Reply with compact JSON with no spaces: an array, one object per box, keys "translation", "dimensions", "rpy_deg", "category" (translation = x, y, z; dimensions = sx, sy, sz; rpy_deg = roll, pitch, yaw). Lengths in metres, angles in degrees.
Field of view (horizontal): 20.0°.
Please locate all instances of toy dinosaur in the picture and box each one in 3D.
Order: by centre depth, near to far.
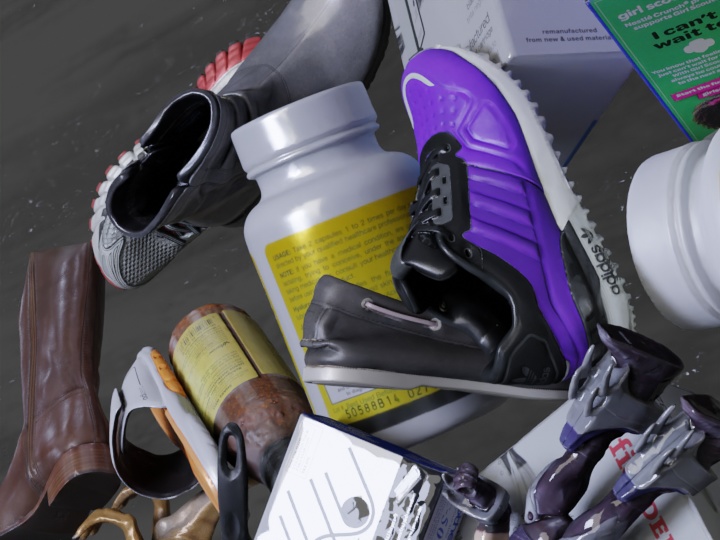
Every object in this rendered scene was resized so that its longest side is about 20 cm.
[{"translation":[-0.118,0.174,1.312],"dimensions":[0.106,0.060,0.200],"rpy_deg":[36,108,15],"category":"toy dinosaur"}]

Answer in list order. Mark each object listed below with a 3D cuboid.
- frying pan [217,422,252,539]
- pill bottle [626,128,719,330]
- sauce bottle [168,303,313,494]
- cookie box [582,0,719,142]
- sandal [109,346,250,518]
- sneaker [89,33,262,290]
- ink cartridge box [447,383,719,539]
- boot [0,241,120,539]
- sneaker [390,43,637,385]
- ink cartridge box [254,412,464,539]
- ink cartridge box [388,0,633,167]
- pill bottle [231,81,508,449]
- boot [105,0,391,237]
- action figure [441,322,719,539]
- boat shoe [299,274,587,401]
[{"translation":[-0.084,0.188,1.180],"dimensions":[0.115,0.031,0.190],"rpy_deg":[-20,96,15],"category":"frying pan"},{"translation":[0.240,-0.034,1.002],"dimensions":[0.200,0.114,0.114],"rpy_deg":[-15,68,38],"category":"pill bottle"},{"translation":[-0.062,0.088,1.235],"dimensions":[0.066,0.066,0.200],"rpy_deg":[-58,30,13],"category":"sauce bottle"},{"translation":[0.159,-0.175,1.048],"dimensions":[0.075,0.200,0.171],"rpy_deg":[-21,63,19],"category":"cookie box"},{"translation":[-0.125,0.108,1.261],"dimensions":[0.059,0.079,0.207],"rpy_deg":[-26,21,-9],"category":"sandal"},{"translation":[-0.104,-0.060,1.340],"dimensions":[0.200,0.078,0.082],"rpy_deg":[-49,52,20],"category":"sneaker"},{"translation":[0.114,0.169,1.074],"dimensions":[0.200,0.084,0.145],"rpy_deg":[-42,53,24],"category":"ink cartridge box"},{"translation":[-0.225,0.095,1.420],"dimensions":[0.186,0.064,0.200],"rpy_deg":[-40,48,36],"category":"boot"},{"translation":[0.054,-0.027,1.039],"dimensions":[0.200,0.099,0.070],"rpy_deg":[62,155,22],"category":"sneaker"},{"translation":[-0.019,0.186,1.084],"dimensions":[0.094,0.044,0.200],"rpy_deg":[21,90,27],"category":"ink cartridge box"},{"translation":[0.076,-0.167,1.166],"dimensions":[0.146,0.084,0.200],"rpy_deg":[118,144,-58],"category":"ink cartridge box"},{"translation":[0.000,0.000,1.159],"dimensions":[0.111,0.111,0.200],"rpy_deg":[-21,91,36],"category":"pill bottle"},{"translation":[-0.063,-0.101,1.216],"dimensions":[0.070,0.132,0.200],"rpy_deg":[35,106,18],"category":"boot"},{"translation":[0.096,0.126,1.001],"dimensions":[0.130,0.069,0.200],"rpy_deg":[48,112,35],"category":"action figure"},{"translation":[0.062,0.038,1.080],"dimensions":[0.067,0.200,0.057],"rpy_deg":[-2,84,62],"category":"boat shoe"}]
